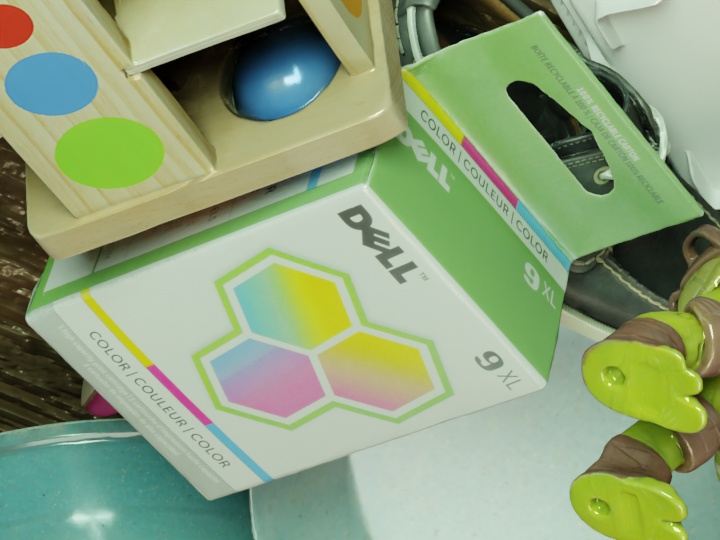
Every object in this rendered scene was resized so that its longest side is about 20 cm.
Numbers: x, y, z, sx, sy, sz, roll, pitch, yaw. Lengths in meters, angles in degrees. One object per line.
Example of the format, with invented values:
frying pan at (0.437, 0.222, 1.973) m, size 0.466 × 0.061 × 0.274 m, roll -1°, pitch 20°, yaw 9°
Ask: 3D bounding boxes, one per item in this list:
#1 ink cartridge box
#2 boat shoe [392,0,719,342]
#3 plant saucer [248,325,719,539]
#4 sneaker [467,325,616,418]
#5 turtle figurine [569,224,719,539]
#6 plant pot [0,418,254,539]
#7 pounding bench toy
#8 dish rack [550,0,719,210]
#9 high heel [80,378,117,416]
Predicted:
ink cartridge box at (0.000, 0.000, 0.874) m, size 0.200 × 0.059 × 0.104 m, roll -20°, pitch 128°, yaw 32°
boat shoe at (0.074, -0.034, 0.908) m, size 0.200 × 0.072 × 0.068 m, roll 37°, pitch 143°, yaw -26°
plant saucer at (0.057, 0.075, 1.003) m, size 0.201 × 0.039 × 0.201 m, roll -1°, pitch 105°, yaw -3°
sneaker at (0.029, 0.068, 1.081) m, size 0.099 × 0.070 × 0.200 m, roll 14°, pitch 130°, yaw -19°
turtle figurine at (0.130, 0.010, 0.875) m, size 0.064 × 0.161 × 0.200 m, roll 35°, pitch 134°, yaw 17°
plant pot at (-0.097, 0.182, 1.067) m, size 0.200 × 0.188 × 0.200 m, roll -6°, pitch 156°, yaw -2°
pounding bench toy at (-0.105, -0.089, 0.819) m, size 0.200 × 0.124 × 0.156 m, roll -19°, pitch 140°, yaw 15°
dish rack at (0.169, -0.079, 0.900) m, size 0.200 × 0.044 × 0.172 m, roll -8°, pitch 144°, yaw 26°
high heel at (-0.024, 0.001, 0.982) m, size 0.096 × 0.067 × 0.200 m, roll 27°, pitch 128°, yaw -20°
